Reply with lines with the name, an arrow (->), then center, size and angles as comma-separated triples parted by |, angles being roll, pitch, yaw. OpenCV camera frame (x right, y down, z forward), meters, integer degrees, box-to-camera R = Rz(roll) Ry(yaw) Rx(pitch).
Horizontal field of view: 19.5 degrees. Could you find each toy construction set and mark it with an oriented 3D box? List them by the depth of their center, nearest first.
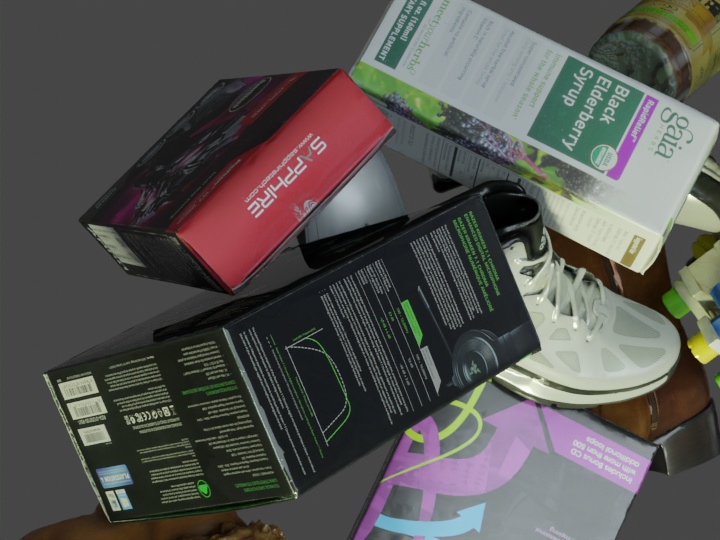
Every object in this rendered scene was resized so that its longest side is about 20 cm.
toy construction set -> 0.257, 0.042, 1.313 | 0.092, 0.131, 0.200 | -31, 145, 7

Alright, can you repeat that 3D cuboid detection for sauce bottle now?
sauce bottle -> 0.209, -0.155, 1.294 | 0.200, 0.065, 0.065 | -41, 109, -47

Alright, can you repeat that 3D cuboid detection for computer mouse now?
computer mouse -> 0.000, 0.000, 1.261 | 0.109, 0.044, 0.200 | -18, 99, -19

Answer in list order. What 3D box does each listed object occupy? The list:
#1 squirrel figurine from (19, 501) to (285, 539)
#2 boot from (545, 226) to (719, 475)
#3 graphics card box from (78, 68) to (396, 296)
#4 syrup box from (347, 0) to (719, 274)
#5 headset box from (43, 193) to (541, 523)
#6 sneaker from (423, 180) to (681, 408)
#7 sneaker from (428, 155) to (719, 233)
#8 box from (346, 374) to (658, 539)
squirrel figurine -> -0.140, 0.190, 1.128 | 0.186, 0.200, 0.142 | -19, 106, -33
boot -> 0.128, 0.046, 1.304 | 0.188, 0.068, 0.200 | -19, 97, -17
graphics card box -> -0.072, -0.050, 1.146 | 0.125, 0.200, 0.051 | -46, 107, -13
syrup box -> 0.096, -0.084, 1.202 | 0.200, 0.081, 0.079 | 27, 75, 7
headset box -> -0.031, 0.044, 1.103 | 0.200, 0.174, 0.093 | -29, 99, -39
sneaker -> 0.107, 0.014, 1.205 | 0.200, 0.115, 0.076 | 11, 53, -14
sneaker -> 0.133, -0.054, 1.275 | 0.200, 0.074, 0.080 | 19, 72, 3
box -> 0.070, 0.161, 1.237 | 0.143, 0.036, 0.200 | 26, 80, -1
